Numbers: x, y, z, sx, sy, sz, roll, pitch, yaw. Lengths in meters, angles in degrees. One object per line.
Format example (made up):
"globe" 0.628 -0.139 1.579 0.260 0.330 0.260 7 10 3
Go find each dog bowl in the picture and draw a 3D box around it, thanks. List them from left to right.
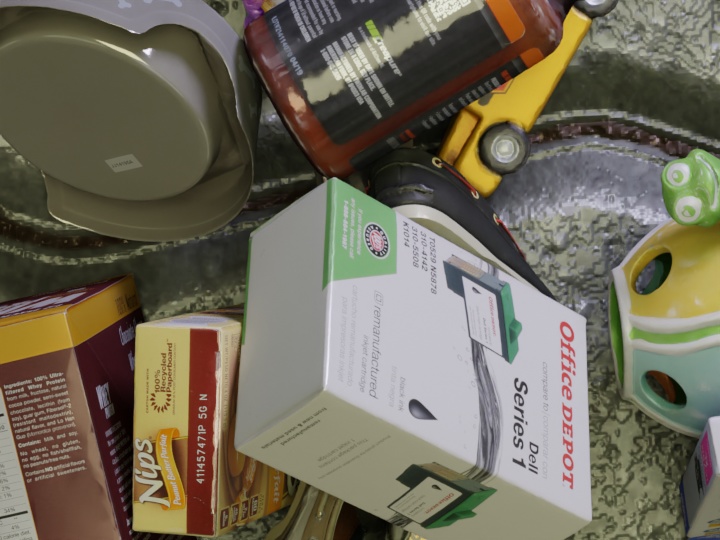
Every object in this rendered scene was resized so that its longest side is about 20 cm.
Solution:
"dog bowl" -0.147 -0.102 1.463 0.199 0.200 0.059 22 56 -3

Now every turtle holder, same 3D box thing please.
"turtle holder" 0.215 0.024 1.478 0.131 0.186 0.142 -5 70 0

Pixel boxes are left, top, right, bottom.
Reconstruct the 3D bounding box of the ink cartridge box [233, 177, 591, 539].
"ink cartridge box" 0.033 0.061 1.405 0.199 0.147 0.084 27 137 -31

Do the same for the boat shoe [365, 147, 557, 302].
"boat shoe" 0.069 0.001 1.495 0.073 0.063 0.201 -22 136 24

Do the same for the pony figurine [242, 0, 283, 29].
"pony figurine" -0.037 -0.223 1.471 0.193 0.167 0.200 35 108 -29

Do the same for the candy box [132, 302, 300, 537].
"candy box" -0.072 0.082 1.460 0.055 0.200 0.116 3 94 17

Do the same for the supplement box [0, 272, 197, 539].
"supplement box" -0.188 0.121 1.458 0.132 0.197 0.201 -13 94 7

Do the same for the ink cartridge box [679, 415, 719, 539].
"ink cartridge box" 0.254 0.120 1.486 0.119 0.200 0.042 -8 70 -1

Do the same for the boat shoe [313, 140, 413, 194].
"boat shoe" 0.000 0.000 1.529 0.057 0.067 0.201 4 99 20

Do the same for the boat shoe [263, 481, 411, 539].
"boat shoe" 0.001 0.135 1.453 0.075 0.068 0.201 44 63 -38

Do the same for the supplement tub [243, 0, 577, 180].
"supplement tub" 0.041 -0.142 1.423 0.199 0.107 0.107 -30 94 7

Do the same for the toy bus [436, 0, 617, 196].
"toy bus" 0.097 -0.145 1.511 0.078 0.065 0.201 30 93 -3

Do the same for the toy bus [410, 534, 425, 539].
"toy bus" -0.002 0.184 1.538 0.200 0.065 0.078 -36 94 1
